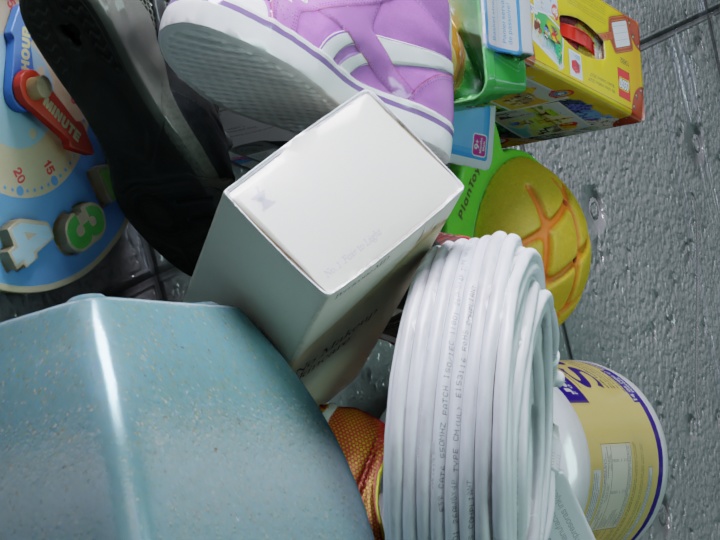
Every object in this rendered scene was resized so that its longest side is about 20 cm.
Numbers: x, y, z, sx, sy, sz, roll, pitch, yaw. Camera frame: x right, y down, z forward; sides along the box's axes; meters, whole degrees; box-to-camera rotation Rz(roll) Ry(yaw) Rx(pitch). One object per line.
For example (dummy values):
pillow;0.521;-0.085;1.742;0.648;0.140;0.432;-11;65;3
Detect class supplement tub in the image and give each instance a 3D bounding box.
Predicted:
supplement tub;0.107;0.131;1.206;0.199;0.144;0.147;6;77;-58

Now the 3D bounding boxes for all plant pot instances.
plant pot;-0.114;0.120;0.814;0.196;0.194;0.202;6;73;-58

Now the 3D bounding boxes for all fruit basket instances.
fruit basket;0.018;-0.161;1.022;0.199;0.093;0.187;10;75;-54

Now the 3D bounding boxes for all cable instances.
cable;0.056;0.080;0.889;0.201;0.069;0.201;-76;164;-44

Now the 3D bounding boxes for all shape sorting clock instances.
shape sorting clock;-0.173;-0.089;0.903;0.199;0.039;0.202;21;65;-55

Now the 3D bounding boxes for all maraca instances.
maraca;0.098;-0.023;1.260;0.200;0.106;0.138;46;54;-52

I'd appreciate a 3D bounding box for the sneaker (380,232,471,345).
sneaker;0.000;0.000;1.036;0.097;0.200;0.071;21;84;-40

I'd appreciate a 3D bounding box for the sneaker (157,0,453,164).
sneaker;-0.023;-0.130;0.907;0.200;0.072;0.115;20;73;-51

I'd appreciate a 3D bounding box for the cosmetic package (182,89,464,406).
cosmetic package;-0.032;0.012;0.911;0.073;0.200;0.103;45;58;11

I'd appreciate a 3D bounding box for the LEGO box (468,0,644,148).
LEGO box;0.087;-0.146;1.237;0.199;0.148;0.078;14;71;-56

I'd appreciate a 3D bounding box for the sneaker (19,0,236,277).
sneaker;-0.091;-0.094;0.934;0.114;0.076;0.200;-54;130;-40

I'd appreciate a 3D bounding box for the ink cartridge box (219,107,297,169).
ink cartridge box;-0.048;-0.141;1.078;0.199;0.085;0.149;16;69;-55

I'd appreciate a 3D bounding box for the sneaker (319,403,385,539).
sneaker;-0.019;0.169;0.934;0.073;0.077;0.202;131;-23;-75

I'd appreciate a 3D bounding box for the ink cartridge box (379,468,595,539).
ink cartridge box;0.042;0.204;1.038;0.199;0.084;0.145;-32;118;-10
